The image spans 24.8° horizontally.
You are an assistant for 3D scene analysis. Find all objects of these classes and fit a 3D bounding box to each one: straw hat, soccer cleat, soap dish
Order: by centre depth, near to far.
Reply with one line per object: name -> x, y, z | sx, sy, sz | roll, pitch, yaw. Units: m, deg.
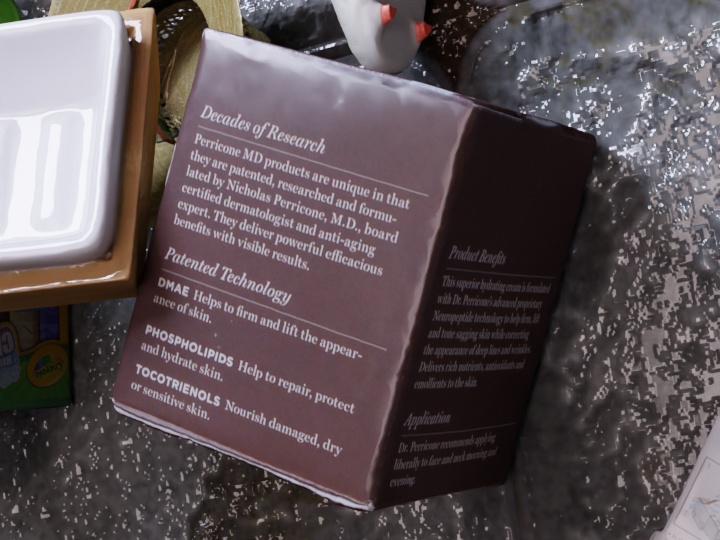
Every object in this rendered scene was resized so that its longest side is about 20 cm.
soap dish -> -0.199, -0.050, 0.872 | 0.198, 0.081, 0.159 | -6, 65, 16
soccer cleat -> -0.008, -0.199, 0.927 | 0.077, 0.069, 0.202 | -17, 73, 32
straw hat -> -0.101, -0.118, 0.960 | 0.200, 0.085, 0.204 | 1, 92, 46

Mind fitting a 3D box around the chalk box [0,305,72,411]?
chalk box -> -0.264, 0.033, 1.019 | 0.124, 0.124, 0.202 | -4, 85, 28

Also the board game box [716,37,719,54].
board game box -> 0.259, -0.037, 0.789 | 0.125, 0.035, 0.202 | -17, 80, 27

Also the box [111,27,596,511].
box -> 0.000, 0.000, 0.853 | 0.163, 0.165, 0.202 | 17, 96, 28

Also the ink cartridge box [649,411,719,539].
ink cartridge box -> 0.230, 0.177, 0.791 | 0.199, 0.043, 0.175 | 30, 101, 27

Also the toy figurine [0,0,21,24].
toy figurine -> -0.305, -0.240, 1.064 | 0.149, 0.201, 0.184 | -28, 47, -16
